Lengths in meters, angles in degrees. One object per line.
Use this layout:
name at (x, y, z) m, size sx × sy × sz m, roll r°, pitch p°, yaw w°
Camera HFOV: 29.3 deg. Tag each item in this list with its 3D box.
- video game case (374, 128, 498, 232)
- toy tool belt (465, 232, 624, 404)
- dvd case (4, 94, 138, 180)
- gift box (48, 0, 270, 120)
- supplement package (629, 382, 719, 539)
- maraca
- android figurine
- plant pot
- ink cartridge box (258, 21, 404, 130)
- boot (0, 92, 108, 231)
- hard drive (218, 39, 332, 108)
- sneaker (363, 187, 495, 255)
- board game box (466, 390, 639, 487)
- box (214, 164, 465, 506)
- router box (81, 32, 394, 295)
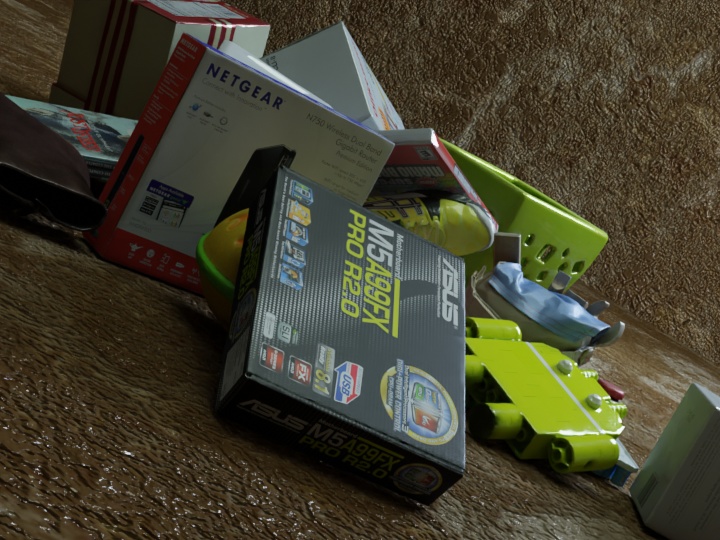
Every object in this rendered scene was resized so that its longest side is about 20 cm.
video game case at (0.045, -0.087, 1.434) m, size 0.142 × 0.018 × 0.200 m, roll 0°, pitch -26°, yaw 27°
toy tool belt at (0.191, 0.056, 1.356) m, size 0.199 × 0.123 × 0.125 m, roll 31°, pitch 9°, yaw 16°
dvd case at (-0.259, -0.119, 1.248) m, size 0.199 × 0.022 × 0.146 m, roll 10°, pitch 20°, yaw -29°
gift box at (-0.213, -0.213, 1.553) m, size 0.184 × 0.188 × 0.199 m, roll 32°, pitch 23°, yaw 34°
supplement package at (0.354, 0.205, 1.196) m, size 0.199 × 0.120 × 0.121 m, roll 29°, pitch 7°, yaw 2°
maraca at (-0.049, 0.018, 1.015) m, size 0.136 × 0.107 × 0.200 m, roll 8°, pitch 23°, yaw -28°
android figurine at (0.158, 0.111, 1.223) m, size 0.199 × 0.041 × 0.182 m, roll 6°, pitch 35°, yaw -40°
plant pot at (0.163, -0.033, 1.780) m, size 0.199 × 0.182 × 0.200 m, roll 22°, pitch 11°, yaw -44°
ink cartridge box at (-0.032, -0.142, 1.525) m, size 0.200 × 0.144 × 0.146 m, roll 51°, pitch 19°, yaw -55°
boot at (-0.290, -0.105, 1.052) m, size 0.199 × 0.073 × 0.166 m, roll 29°, pitch 5°, yaw -29°
hard drive at (-0.102, -0.130, 1.297) m, size 0.132 × 0.026 × 0.200 m, roll 32°, pitch 37°, yaw -11°
sneaker at (0.037, -0.040, 1.400) m, size 0.199 × 0.076 × 0.077 m, roll 6°, pitch 34°, yaw 10°
board game box at (0.158, 0.127, 1.338) m, size 0.199 × 0.026 × 0.200 m, roll 28°, pitch 9°, yaw -7°
box at (-0.006, 0.039, 0.917) m, size 0.160 × 0.044 × 0.201 m, roll 26°, pitch 40°, yaw -19°
router box at (-0.096, -0.067, 1.110) m, size 0.199 × 0.180 × 0.049 m, roll 22°, pitch 10°, yaw -37°
